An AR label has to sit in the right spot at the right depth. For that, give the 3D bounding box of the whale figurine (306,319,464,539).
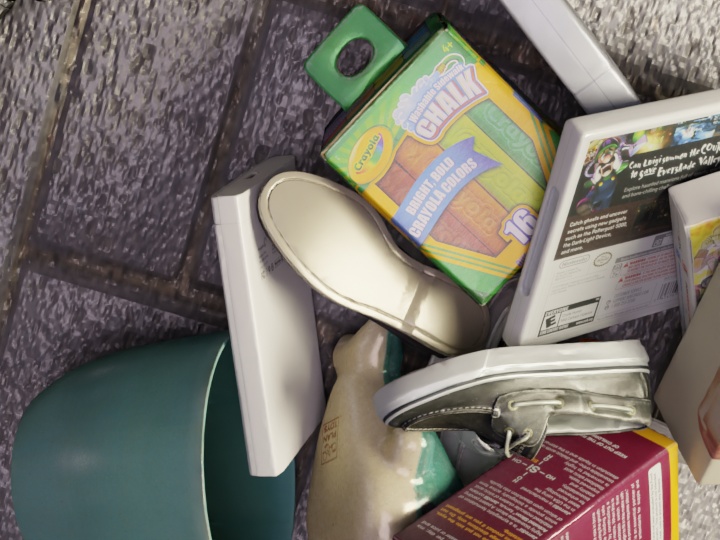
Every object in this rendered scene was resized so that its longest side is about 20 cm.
[{"bbox_3d":[0.024,0.137,1.183,0.104,0.159,0.200,7,68,-23],"label":"whale figurine"}]

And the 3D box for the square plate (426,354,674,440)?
[{"bbox_3d":[0.113,0.168,1.250,0.198,0.028,0.200,23,104,-6],"label":"square plate"}]

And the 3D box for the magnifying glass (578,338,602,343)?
[{"bbox_3d":[0.146,0.148,1.200,0.080,0.022,0.200,4,103,-45],"label":"magnifying glass"}]

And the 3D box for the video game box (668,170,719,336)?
[{"bbox_3d":[0.320,-0.016,1.138,0.200,0.047,0.182,-18,141,0],"label":"video game box"}]

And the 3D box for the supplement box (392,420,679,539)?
[{"bbox_3d":[0.126,0.192,1.125,0.200,0.086,0.110,-29,126,-32],"label":"supplement box"}]

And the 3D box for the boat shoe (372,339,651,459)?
[{"bbox_3d":[0.110,0.092,1.099,0.200,0.072,0.071,-8,72,-13],"label":"boat shoe"}]

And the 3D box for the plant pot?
[{"bbox_3d":[-0.152,0.145,1.167,0.161,0.201,0.201,-4,105,16],"label":"plant pot"}]

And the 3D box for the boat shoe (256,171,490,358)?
[{"bbox_3d":[0.000,0.000,1.142,0.200,0.063,0.073,34,75,-23],"label":"boat shoe"}]

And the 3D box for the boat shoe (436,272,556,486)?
[{"bbox_3d":[0.103,0.103,1.184,0.072,0.069,0.200,19,102,-4],"label":"boat shoe"}]

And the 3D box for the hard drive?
[{"bbox_3d":[-0.063,0.029,1.162,0.027,0.132,0.200,-3,105,16],"label":"hard drive"}]

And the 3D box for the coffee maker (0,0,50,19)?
[{"bbox_3d":[-0.287,-0.238,1.093,0.200,0.135,0.192,-30,102,7],"label":"coffee maker"}]

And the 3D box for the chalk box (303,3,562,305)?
[{"bbox_3d":[0.052,-0.096,1.132,0.200,0.124,0.124,42,101,-10],"label":"chalk box"}]

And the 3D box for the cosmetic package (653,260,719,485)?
[{"bbox_3d":[0.287,0.050,1.100,0.103,0.087,0.200,-4,138,-17],"label":"cosmetic package"}]

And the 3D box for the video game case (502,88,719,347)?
[{"bbox_3d":[0.198,-0.039,1.113,0.200,0.023,0.182,-14,134,-31],"label":"video game case"}]

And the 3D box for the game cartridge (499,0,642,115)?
[{"bbox_3d":[0.118,-0.185,1.105,0.041,0.133,0.200,-38,101,9],"label":"game cartridge"}]
